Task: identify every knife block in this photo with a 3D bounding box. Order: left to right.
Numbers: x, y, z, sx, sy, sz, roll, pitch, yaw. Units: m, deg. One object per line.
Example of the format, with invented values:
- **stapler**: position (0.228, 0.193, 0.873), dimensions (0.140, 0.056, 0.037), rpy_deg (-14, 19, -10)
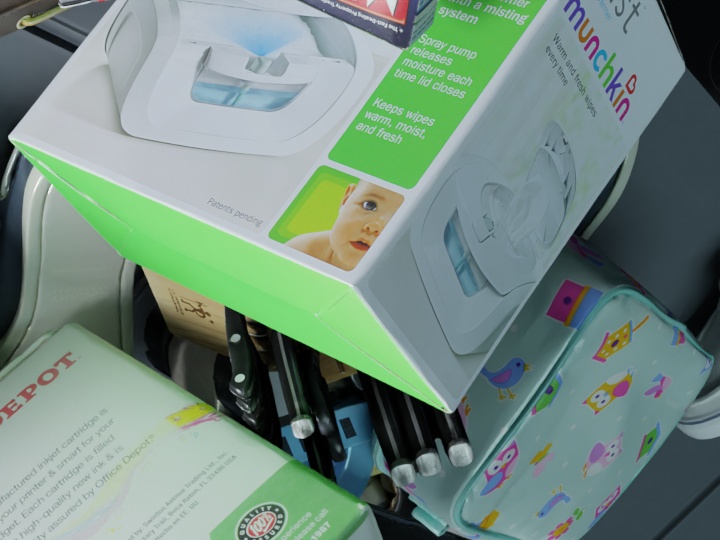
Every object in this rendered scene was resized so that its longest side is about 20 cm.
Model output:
- **knife block**: position (0.000, 0.000, 0.771), dimensions (0.200, 0.175, 0.064), rpy_deg (-54, 148, -30)

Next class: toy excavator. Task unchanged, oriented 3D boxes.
- **toy excavator**: position (-0.062, 0.115, 0.875), dimensions (0.194, 0.100, 0.200), rpy_deg (-15, 110, -32)

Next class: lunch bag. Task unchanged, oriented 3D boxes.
- **lunch bag**: position (0.092, 0.069, 0.896), dimensions (0.160, 0.077, 0.200), rpy_deg (-51, 150, 5)

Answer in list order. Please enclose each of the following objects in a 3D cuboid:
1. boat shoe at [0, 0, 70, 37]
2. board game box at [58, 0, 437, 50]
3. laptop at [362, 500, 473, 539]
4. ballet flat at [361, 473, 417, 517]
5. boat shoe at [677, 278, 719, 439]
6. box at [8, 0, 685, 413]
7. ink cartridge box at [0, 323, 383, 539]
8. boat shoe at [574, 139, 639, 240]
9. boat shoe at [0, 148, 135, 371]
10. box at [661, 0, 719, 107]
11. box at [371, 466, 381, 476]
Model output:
- **boat shoe**: position (-0.193, -0.104, 0.704), dimensions (0.200, 0.072, 0.060), rpy_deg (-28, 134, -9)
- **board game box**: position (-0.045, -0.170, 0.626), dimensions (0.062, 0.200, 0.200), rpy_deg (-44, 155, -45)
- **laptop**: position (-0.019, 0.204, 0.935), dimensions (0.116, 0.200, 0.187), rpy_deg (28, 91, -11)
- **ballet flat**: position (-0.054, 0.164, 1.021), dimensions (0.200, 0.073, 0.073), rpy_deg (-29, 137, -3)
- **boat shoe**: position (0.245, 0.013, 1.039), dimensions (0.065, 0.074, 0.200), rpy_deg (31, 102, -37)
- **box**: position (-0.005, -0.067, 0.695), dimensions (0.177, 0.200, 0.097), rpy_deg (-54, 140, -14)
- **ink cartridge box**: position (-0.103, 0.126, 0.727), dimensions (0.145, 0.200, 0.088), rpy_deg (-43, 138, -24)
- **boat shoe**: position (0.083, -0.042, 0.900), dimensions (0.062, 0.075, 0.200), rpy_deg (-13, 145, -31)
- **boat shoe**: position (-0.149, 0.011, 0.826), dimensions (0.075, 0.062, 0.200), rpy_deg (-4, 128, -21)
- **box**: position (0.187, -0.133, 0.770), dimensions (0.122, 0.200, 0.106), rpy_deg (26, 115, -40)
- **box**: position (0.025, 0.070, 0.989), dimensions (0.200, 0.050, 0.075), rpy_deg (-17, 135, -10)
